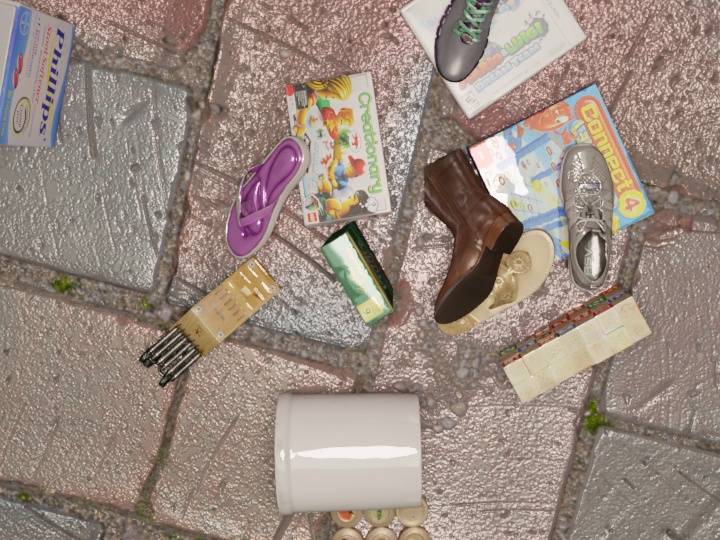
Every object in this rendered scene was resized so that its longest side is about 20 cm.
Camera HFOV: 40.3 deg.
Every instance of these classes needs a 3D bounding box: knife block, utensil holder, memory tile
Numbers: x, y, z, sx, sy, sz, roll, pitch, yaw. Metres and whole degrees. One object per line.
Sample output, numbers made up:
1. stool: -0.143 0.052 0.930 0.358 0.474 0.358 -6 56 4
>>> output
1. knife block: -0.228 0.082 1.436 0.064 0.175 0.200 49 52 -4
2. utensil holder: -0.015 0.256 1.383 0.197 0.170 0.172 -1 96 1
3. memory tile: 0.031 0.433 1.474 0.151 0.017 0.203 -1 96 3

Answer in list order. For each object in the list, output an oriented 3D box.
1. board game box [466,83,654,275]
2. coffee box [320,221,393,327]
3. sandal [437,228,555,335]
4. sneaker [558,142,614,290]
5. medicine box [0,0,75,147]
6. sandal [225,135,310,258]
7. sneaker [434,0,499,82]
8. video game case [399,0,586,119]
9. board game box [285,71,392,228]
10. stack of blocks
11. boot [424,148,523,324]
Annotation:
1. board game box: 0.278 -0.127 1.377 0.194 0.056 0.202 -27 94 6
2. coffee box: 0.000 0.000 1.335 0.044 0.200 0.124 -30 94 6
3. sandal: 0.181 0.029 1.357 0.211 0.070 0.078 -41 87 28
4. sneaker: 0.312 -0.070 1.311 0.074 0.082 0.203 -7 96 4
5. medicine box: -0.484 -0.268 1.334 0.102 0.200 0.184 13 97 4
6. sandal: -0.145 -0.107 1.384 0.082 0.050 0.204 45 115 27
7. sneaker: 0.151 -0.355 1.320 0.074 0.088 0.202 19 96 1
8. video game case: 0.185 -0.344 1.375 0.199 0.024 0.183 -33 93 7
9. board game box: -0.030 -0.170 1.386 0.125 0.035 0.203 -9 86 4
10. stack of blocks: 0.295 0.100 1.372 0.199 0.115 0.059 -30 94 7
11. boot: 0.122 -0.052 1.355 0.064 0.200 0.187 21 113 -40
